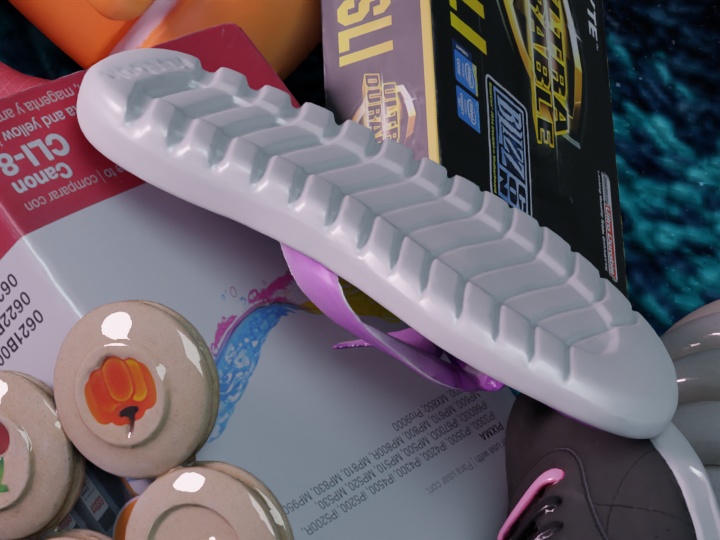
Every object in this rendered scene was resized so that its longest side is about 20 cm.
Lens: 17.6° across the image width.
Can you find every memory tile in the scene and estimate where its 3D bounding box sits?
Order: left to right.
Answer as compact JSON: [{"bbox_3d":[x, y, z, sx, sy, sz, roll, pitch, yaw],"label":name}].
[{"bbox_3d":[-0.102,0.109,0.674,0.154,0.200,0.017,66,25,4],"label":"memory tile"}]

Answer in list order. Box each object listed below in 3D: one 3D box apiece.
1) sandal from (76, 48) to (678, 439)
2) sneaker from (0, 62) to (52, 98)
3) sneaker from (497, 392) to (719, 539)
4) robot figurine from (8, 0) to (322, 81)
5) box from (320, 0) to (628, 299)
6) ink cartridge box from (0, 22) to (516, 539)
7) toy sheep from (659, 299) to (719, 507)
[{"bbox_3d":[0.003,-0.002,0.696,0.202,0.050,0.082,32,30,13],"label":"sandal"},{"bbox_3d":[-0.175,-0.089,0.807,0.200,0.074,0.087,16,104,-28],"label":"sneaker"},{"bbox_3d":[0.047,0.095,0.640,0.099,0.071,0.200,10,39,-22],"label":"sneaker"},{"bbox_3d":[-0.085,-0.137,0.862,0.200,0.144,0.117,43,74,-5],"label":"robot figurine"},{"bbox_3d":[0.043,-0.088,0.870,0.160,0.049,0.201,32,49,-52],"label":"box"},{"bbox_3d":[-0.061,0.053,0.752,0.200,0.145,0.144,53,40,10],"label":"ink cartridge box"},{"bbox_3d":[0.138,0.075,0.766,0.138,0.138,0.200,42,30,4],"label":"toy sheep"}]
